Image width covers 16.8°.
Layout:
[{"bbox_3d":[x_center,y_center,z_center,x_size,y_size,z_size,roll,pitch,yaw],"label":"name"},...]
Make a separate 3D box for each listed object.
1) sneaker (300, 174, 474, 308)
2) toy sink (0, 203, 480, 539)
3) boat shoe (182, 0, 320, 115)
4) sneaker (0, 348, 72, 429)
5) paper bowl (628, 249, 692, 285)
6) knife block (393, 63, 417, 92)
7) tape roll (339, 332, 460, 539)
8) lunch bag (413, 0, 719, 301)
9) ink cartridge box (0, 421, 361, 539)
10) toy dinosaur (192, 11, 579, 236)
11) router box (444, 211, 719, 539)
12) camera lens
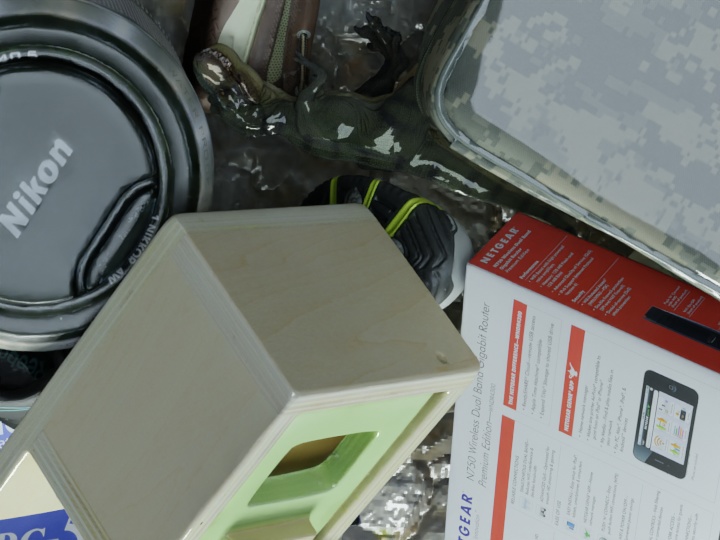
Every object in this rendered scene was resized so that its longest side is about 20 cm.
[{"bbox_3d":[0.000,0.000,1.196,0.076,0.200,0.076,12,79,-31],"label":"sneaker"},{"bbox_3d":[-0.063,0.079,1.099,0.200,0.130,0.112,-51,62,30],"label":"toy sink"},{"bbox_3d":[-0.031,-0.172,1.203,0.074,0.075,0.203,10,113,-17],"label":"boat shoe"},{"bbox_3d":[-0.216,0.022,1.193,0.199,0.079,0.076,18,82,6],"label":"sneaker"},{"bbox_3d":[0.185,0.058,1.223,0.104,0.201,0.202,-21,106,-1],"label":"paper bowl"},{"bbox_3d":[0.115,-0.151,1.206,0.199,0.064,0.177,-8,122,-6],"label":"knife block"},{"bbox_3d":[0.039,0.134,1.266,0.199,0.048,0.202,-7,105,-27],"label":"tape roll"},{"bbox_3d":[0.123,-0.089,1.091,0.199,0.168,0.140,28,96,-8],"label":"lunch bag"},{"bbox_3d":[-0.103,0.095,1.267,0.198,0.044,0.095,-7,104,-7],"label":"ink cartridge box"},{"bbox_3d":[0.021,-0.079,1.173,0.199,0.048,0.089,19,62,7],"label":"toy dinosaur"},{"bbox_3d":[0.130,0.093,1.137,0.179,0.049,0.201,25,134,24],"label":"router box"},{"bbox_3d":[-0.154,-0.060,1.139,0.159,0.200,0.161,-2,105,-9],"label":"camera lens"}]
